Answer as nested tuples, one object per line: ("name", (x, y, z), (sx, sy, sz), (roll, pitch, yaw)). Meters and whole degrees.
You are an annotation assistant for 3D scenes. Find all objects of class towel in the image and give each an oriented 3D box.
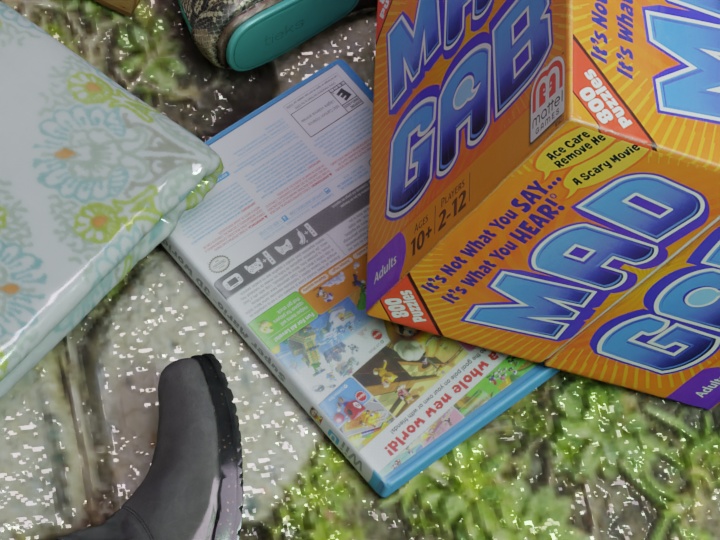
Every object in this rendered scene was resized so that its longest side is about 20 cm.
("towel", (-0.193, -0.034, 1.392), (0.171, 0.048, 0.200), (36, 62, 13))

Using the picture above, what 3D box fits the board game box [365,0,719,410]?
("board game box", (0.137, -0.081, 1.387), (0.199, 0.200, 0.200), (15, 57, -22))

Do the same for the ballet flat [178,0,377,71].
("ballet flat", (-0.004, -0.165, 1.509), (0.200, 0.068, 0.075), (-20, 55, -19))

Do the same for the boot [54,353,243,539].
("boot", (-0.119, 0.126, 1.316), (0.131, 0.070, 0.200), (0, 57, -7))

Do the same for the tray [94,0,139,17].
("tray", (-0.188, -0.217, 1.509), (0.200, 0.037, 0.099), (25, 59, 2))

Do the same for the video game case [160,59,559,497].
("video game case", (0.000, 0.000, 1.441), (0.143, 0.018, 0.200), (-34, 73, -28))
